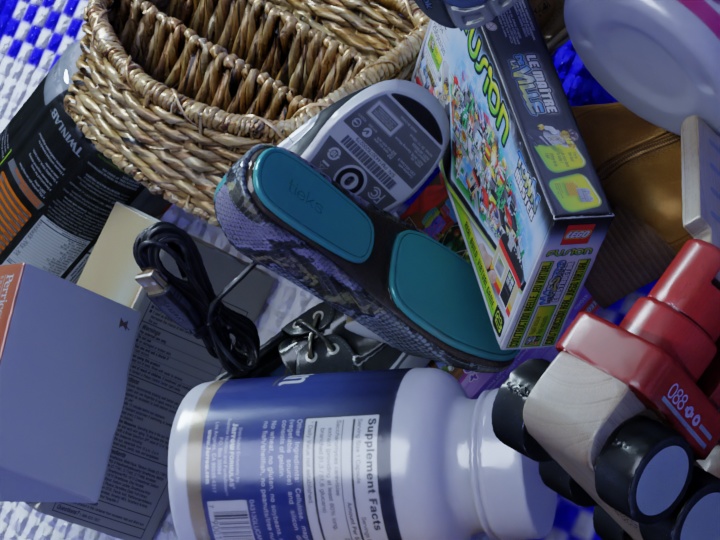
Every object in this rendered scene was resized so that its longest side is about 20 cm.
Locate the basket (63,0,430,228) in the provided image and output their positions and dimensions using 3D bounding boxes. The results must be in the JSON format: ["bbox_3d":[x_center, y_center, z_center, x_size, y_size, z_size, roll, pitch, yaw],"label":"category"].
[{"bbox_3d":[-0.077,-0.125,1.257,0.200,0.142,0.150,36,116,33],"label":"basket"}]

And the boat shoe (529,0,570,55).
[{"bbox_3d":[0.142,-0.192,1.212,0.200,0.073,0.063,-53,9,10],"label":"boat shoe"}]

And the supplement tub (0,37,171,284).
[{"bbox_3d":[-0.199,-0.059,1.426,0.200,0.122,0.123,-44,47,36],"label":"supplement tub"}]

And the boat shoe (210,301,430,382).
[{"bbox_3d":[-0.026,0.056,1.224,0.200,0.057,0.069,-40,49,23],"label":"boat shoe"}]

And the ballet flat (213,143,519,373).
[{"bbox_3d":[0.000,0.000,1.146,0.072,0.200,0.072,-43,26,28],"label":"ballet flat"}]

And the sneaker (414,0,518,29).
[{"bbox_3d":[0.112,-0.202,1.064,0.199,0.075,0.087,-28,12,18],"label":"sneaker"}]

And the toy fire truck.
[{"bbox_3d":[0.173,0.041,1.036,0.128,0.176,0.200,28,79,45],"label":"toy fire truck"}]

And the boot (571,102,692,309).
[{"bbox_3d":[0.160,-0.078,1.177,0.144,0.071,0.202,-36,43,9],"label":"boot"}]

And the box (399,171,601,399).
[{"bbox_3d":[0.042,0.040,1.238,0.200,0.039,0.137,-49,48,14],"label":"box"}]

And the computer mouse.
[{"bbox_3d":[-0.033,-0.036,1.176,0.200,0.110,0.044,-40,28,9],"label":"computer mouse"}]

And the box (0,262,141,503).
[{"bbox_3d":[-0.247,0.074,1.300,0.199,0.097,0.125,-6,66,44],"label":"box"}]

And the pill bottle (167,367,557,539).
[{"bbox_3d":[0.004,0.111,1.144,0.199,0.111,0.112,-4,67,18],"label":"pill bottle"}]

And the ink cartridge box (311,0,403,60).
[{"bbox_3d":[-0.044,-0.132,1.348,0.199,0.050,0.163,-9,87,36],"label":"ink cartridge box"}]

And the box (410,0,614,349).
[{"bbox_3d":[0.079,-0.069,1.129,0.110,0.035,0.201,107,153,-48],"label":"box"}]

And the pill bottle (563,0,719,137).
[{"bbox_3d":[0.209,-0.177,1.099,0.113,0.114,0.200,22,65,45],"label":"pill bottle"}]

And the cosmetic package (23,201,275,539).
[{"bbox_3d":[-0.150,0.068,1.354,0.071,0.105,0.201,24,87,47],"label":"cosmetic package"}]
